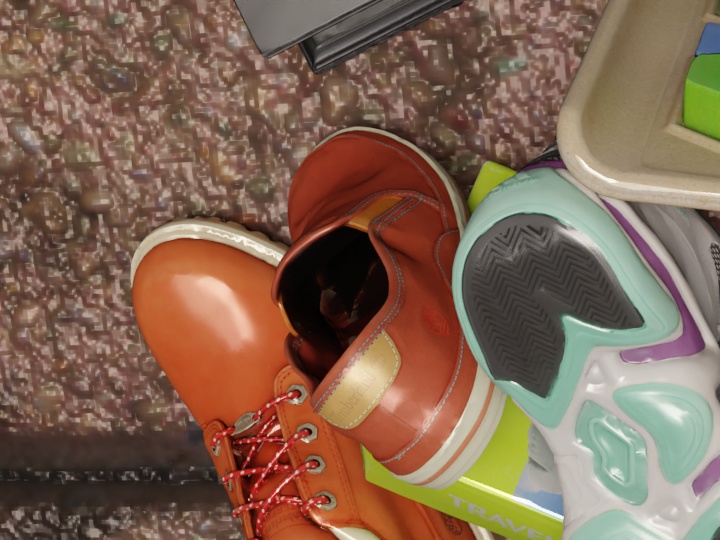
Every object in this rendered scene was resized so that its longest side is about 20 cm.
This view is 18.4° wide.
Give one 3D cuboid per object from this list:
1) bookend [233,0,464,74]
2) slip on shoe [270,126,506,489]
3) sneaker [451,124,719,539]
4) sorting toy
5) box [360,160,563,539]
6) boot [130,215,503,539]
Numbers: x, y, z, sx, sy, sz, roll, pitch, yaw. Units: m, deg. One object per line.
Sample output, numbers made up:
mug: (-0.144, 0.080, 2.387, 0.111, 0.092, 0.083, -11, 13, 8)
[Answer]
bookend: (0.022, -0.131, 0.726, 0.198, 0.200, 0.092, -25, 96, 20)
slip on shoe: (0.000, 0.000, 0.775, 0.061, 0.200, 0.074, 29, 111, -23)
sneaker: (0.103, 0.041, 0.735, 0.077, 0.140, 0.201, -12, 109, 24)
sorting toy: (0.175, -0.067, 0.707, 0.199, 0.185, 0.037, 11, 123, 12)
box: (0.113, 0.053, 0.799, 0.199, 0.048, 0.122, 21, 70, 10)
boot: (-0.026, 0.067, 0.843, 0.075, 0.107, 0.200, -41, 88, 24)
